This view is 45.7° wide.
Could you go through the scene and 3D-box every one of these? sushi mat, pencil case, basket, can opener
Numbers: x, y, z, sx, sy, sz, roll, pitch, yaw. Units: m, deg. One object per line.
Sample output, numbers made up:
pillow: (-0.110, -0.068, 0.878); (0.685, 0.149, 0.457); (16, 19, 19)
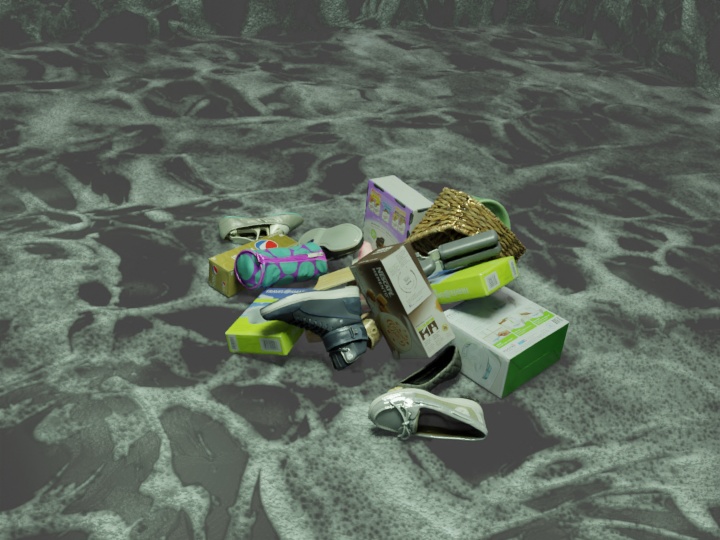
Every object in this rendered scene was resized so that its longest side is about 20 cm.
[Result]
sushi mat: (0.000, 0.000, 1.713); (0.198, 0.012, 0.096); (-19, 14, 14)
pencil case: (-0.159, -0.012, 1.753); (0.199, 0.092, 0.086); (-10, 71, -47)
basket: (0.217, -0.045, 1.717); (0.200, 0.149, 0.143); (40, -5, -29)
can opener: (0.171, -0.016, 1.625); (0.198, 0.054, 0.067); (-17, 38, 10)

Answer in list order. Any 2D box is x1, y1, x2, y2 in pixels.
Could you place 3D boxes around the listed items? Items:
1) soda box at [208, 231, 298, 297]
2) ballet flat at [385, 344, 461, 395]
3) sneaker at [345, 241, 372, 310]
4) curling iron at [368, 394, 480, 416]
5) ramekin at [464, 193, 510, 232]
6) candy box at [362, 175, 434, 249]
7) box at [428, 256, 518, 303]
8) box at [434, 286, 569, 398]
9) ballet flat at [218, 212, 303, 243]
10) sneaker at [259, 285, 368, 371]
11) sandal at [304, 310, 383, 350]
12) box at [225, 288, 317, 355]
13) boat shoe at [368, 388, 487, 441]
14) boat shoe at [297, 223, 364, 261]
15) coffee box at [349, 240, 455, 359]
soda box: (-0.225, -0.015, 1.808); (0.067, 0.065, 0.199); (28, 37, 33)
ballet flat: (0.110, 0.189, 1.529); (0.066, 0.057, 0.199); (9, 23, 40)
sneaker: (0.032, 0.011, 1.791); (0.103, 0.076, 0.201); (-3, 36, 13)
curling iron: (0.111, 0.243, 1.483); (0.198, 0.026, 0.050); (-5, 11, -11)
ramekin: (0.225, -0.073, 1.875); (0.198, 0.202, 0.097); (-15, 29, -33)
candy box: (0.078, -0.078, 1.839); (0.071, 0.202, 0.168); (-12, 34, -30)
box: (0.189, 0.025, 1.650); (0.199, 0.048, 0.121); (-13, 9, 44)
box: (0.267, 0.127, 1.637); (0.176, 0.098, 0.199); (30, 38, 35)
ballet flat: (-0.225, -0.090, 1.953); (0.198, 0.068, 0.064); (-3, 59, -15)
sneaker: (-0.076, 0.112, 1.538); (0.200, 0.148, 0.077); (-6, -11, -29)
sandal: (0.002, 0.124, 1.639); (0.209, 0.078, 0.070); (-13, 67, -17)
box: (-0.158, 0.090, 1.636); (0.121, 0.048, 0.200); (1, 28, 22)
boat shoe: (0.113, 0.248, 1.425); (0.200, 0.075, 0.065); (9, 25, -10)
boat shoe: (-0.053, -0.055, 1.841); (0.199, 0.060, 0.076); (6, 54, 52)
coffee box: (0.076, 0.057, 1.577); (0.079, 0.201, 0.114); (-33, 12, -32)
